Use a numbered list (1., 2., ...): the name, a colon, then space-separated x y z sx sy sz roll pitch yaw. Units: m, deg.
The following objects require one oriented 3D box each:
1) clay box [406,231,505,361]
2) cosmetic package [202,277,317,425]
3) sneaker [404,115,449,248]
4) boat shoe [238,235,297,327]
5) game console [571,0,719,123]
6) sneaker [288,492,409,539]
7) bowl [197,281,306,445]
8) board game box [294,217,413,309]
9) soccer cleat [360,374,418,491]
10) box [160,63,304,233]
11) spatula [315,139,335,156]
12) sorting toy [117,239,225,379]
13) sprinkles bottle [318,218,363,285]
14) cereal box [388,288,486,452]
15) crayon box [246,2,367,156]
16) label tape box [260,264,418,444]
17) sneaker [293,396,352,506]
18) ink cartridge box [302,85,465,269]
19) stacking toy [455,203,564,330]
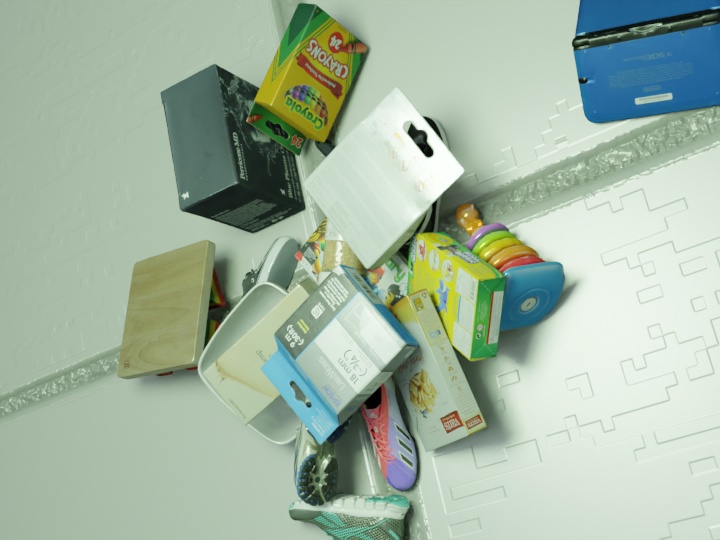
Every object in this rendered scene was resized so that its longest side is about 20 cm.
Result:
1. clay box: 0.124 0.026 1.341 0.200 0.047 0.117 -136 45 -58
2. cosmetic package: -0.119 0.116 1.426 0.200 0.073 0.104 -43 89 12
3. sneaker: 0.077 -0.137 1.435 0.072 0.111 0.205 -1 82 28
4. boat shoe: -0.163 0.033 1.576 0.065 0.069 0.204 26 103 28
5. game console: 0.397 -0.309 1.334 0.196 0.118 0.174 -4 111 29
6. sneaker: -0.021 0.374 1.436 0.196 0.077 0.093 -4 85 31
7. bowl: -0.125 0.138 1.503 0.199 0.075 0.201 40 101 4
8. board game box: 0.000 0.000 1.502 0.127 0.034 0.200 -49 63 14
9. soccer cleat: 0.031 0.221 1.416 0.067 0.073 0.204 -14 87 21
10. box: -0.198 -0.185 1.550 0.116 0.199 0.201 -20 73 25
11. spatula: -0.010 -0.149 1.531 0.200 0.020 0.057 46 107 27
12. sorting toy: -0.299 0.073 1.614 0.197 0.069 0.203 -14 64 40
13. sprinkles bottle: -0.019 -0.066 1.461 0.067 0.068 0.205 4 85 30
14. cereal box: 0.091 0.141 1.361 0.203 0.039 0.144 67 155 10
15. crayon box: -0.081 -0.290 1.524 0.050 0.126 0.203 20 85 46
16. label tape box: -0.041 0.116 1.327 0.200 0.063 0.145 -46 73 11
17. sneaker: -0.064 0.231 1.434 0.085 0.076 0.204 -176 100 -70
18. ink cartridge box: 0.035 -0.127 1.374 0.200 0.047 0.161 -44 75 20
19. stacking toy: 0.186 -0.021 1.372 0.201 0.108 0.118 59 145 39
